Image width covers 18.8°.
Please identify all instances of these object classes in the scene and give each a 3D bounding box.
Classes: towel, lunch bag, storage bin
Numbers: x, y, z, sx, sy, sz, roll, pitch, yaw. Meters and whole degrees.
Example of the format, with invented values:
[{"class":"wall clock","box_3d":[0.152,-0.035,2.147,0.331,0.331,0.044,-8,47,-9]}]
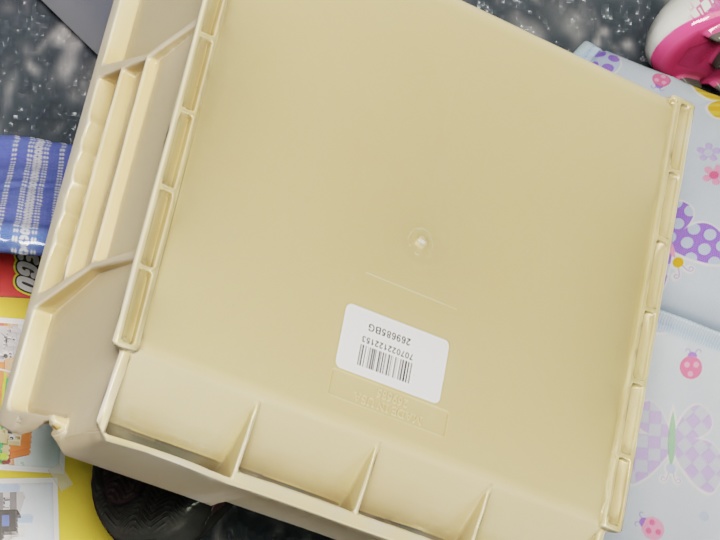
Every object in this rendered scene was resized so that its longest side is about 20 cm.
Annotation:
[{"class":"towel","box_3d":[-0.165,-0.037,0.849,0.200,0.145,0.024,5,106,-7]},{"class":"lunch bag","box_3d":[0.123,0.029,0.907,0.169,0.127,0.200,25,71,22]},{"class":"storage bin","box_3d":[0.000,0.000,0.767,0.200,0.094,0.199,23,68,-24]}]

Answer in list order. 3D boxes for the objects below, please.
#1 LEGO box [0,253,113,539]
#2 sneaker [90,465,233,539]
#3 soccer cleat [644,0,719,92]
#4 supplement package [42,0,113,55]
[{"class":"LEGO box","box_3d":[-0.165,0.079,0.861,0.149,0.077,0.200,3,76,-16]},{"class":"sneaker","box_3d":[-0.034,0.066,0.870,0.116,0.076,0.200,67,30,-32]},{"class":"soccer cleat","box_3d":[0.211,-0.145,1.038,0.200,0.070,0.086,-16,66,-21]},{"class":"supplement package","box_3d":[-0.055,-0.197,0.921,0.191,0.147,0.200,45,70,-2]}]
